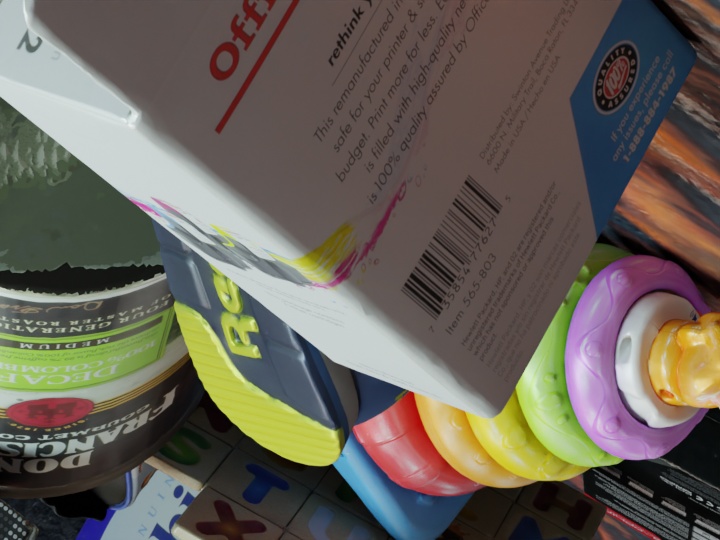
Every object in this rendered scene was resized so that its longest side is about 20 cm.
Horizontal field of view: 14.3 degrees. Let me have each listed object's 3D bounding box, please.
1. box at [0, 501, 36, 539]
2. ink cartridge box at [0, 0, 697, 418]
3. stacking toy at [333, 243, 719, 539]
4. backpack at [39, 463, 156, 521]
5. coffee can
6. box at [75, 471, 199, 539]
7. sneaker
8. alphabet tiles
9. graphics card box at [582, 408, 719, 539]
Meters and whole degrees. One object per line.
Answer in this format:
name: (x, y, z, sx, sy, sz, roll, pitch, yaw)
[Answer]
box: (-0.227, 0.054, 0.991, 0.200, 0.044, 0.160, 39, 155, -17)
ink cartridge box: (-0.013, -0.062, 0.696, 0.068, 0.115, 0.200, 19, 165, 43)
stacking toy: (0.079, 0.030, 0.989, 0.200, 0.110, 0.116, 1, 133, 47)
backpack: (-0.142, 0.009, 1.262, 0.200, 0.154, 0.191, 31, 145, 31)
coffee can: (-0.107, -0.024, 0.950, 0.146, 0.147, 0.200, 29, 156, 3)
box: (-0.038, 0.147, 1.621, 0.200, 0.184, 0.105, 22, 169, 36)
sneaker: (-0.018, -0.048, 0.797, 0.074, 0.082, 0.200, 20, 130, 46)
alphabet tiles: (0.006, 0.079, 1.087, 0.166, 0.006, 0.200, 28, -154, 6)
graphics card box: (0.151, 0.085, 1.151, 0.125, 0.051, 0.200, 28, 171, 12)
